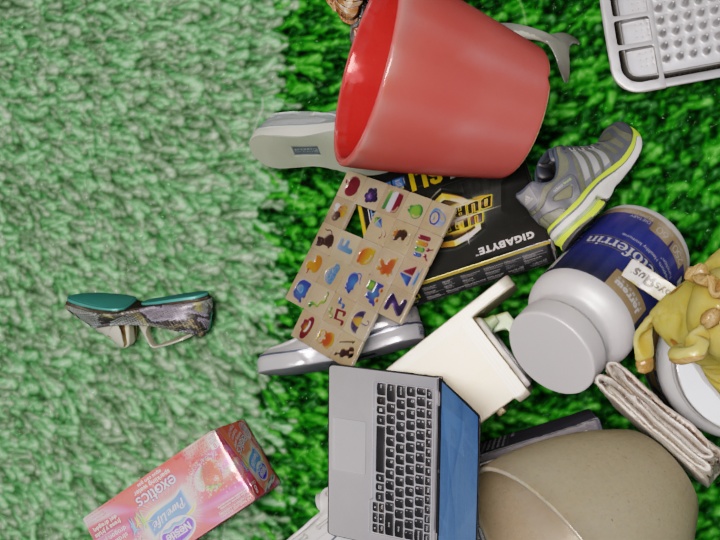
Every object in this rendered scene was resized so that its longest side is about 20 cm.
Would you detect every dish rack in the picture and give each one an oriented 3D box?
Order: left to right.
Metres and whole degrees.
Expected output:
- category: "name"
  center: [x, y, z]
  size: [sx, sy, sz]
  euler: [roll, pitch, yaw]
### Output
- category: "dish rack"
  center: [0.369, -0.290, 0.938]
  size: [0.198, 0.044, 0.173]
  euler: [-9, 84, 12]

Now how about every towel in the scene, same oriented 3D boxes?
- category: "towel"
  center: [0.292, 0.150, 0.814]
  size: [0.035, 0.200, 0.132]
  euler: [-47, 65, 3]

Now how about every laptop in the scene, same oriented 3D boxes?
- category: "laptop"
  center: [0.034, 0.203, 0.815]
  size: [0.198, 0.116, 0.189]
  euler: [4, 98, 24]

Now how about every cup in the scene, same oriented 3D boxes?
- category: "cup"
  center: [0.216, 0.225, 0.760]
  size: [0.143, 0.200, 0.201]
  euler: [-30, 79, -22]

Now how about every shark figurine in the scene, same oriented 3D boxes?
- category: "shark figurine"
  center: [0.137, -0.252, 0.975]
  size: [0.213, 0.090, 0.129]
  euler: [-23, 116, 18]

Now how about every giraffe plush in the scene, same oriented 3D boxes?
- category: "giraffe plush"
  center: [0.309, 0.036, 0.664]
  size: [0.198, 0.162, 0.174]
  euler: [18, 91, 12]

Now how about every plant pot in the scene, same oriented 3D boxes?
- category: "plant pot"
  center: [0.085, -0.185, 0.869]
  size: [0.176, 0.200, 0.202]
  euler: [13, 89, -14]

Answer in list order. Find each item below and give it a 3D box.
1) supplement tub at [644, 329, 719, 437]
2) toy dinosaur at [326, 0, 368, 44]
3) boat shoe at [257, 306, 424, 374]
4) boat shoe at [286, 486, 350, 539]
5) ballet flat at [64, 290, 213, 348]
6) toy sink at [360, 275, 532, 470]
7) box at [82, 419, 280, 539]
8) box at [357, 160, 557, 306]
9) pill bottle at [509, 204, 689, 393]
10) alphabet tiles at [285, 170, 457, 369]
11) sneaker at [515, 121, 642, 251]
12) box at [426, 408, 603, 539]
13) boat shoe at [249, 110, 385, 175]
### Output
- category: "supplement tub"
  center: [0.361, 0.087, 0.837]
  size: [0.143, 0.200, 0.146]
  euler: [-1, 86, 13]
- category: "toy dinosaur"
  center: [0.008, -0.333, 1.001]
  size: [0.199, 0.102, 0.136]
  euler: [25, 110, -8]
- category: "boat shoe"
  center: [-0.027, 0.075, 0.990]
  size: [0.198, 0.074, 0.066]
  euler: [-13, 75, 2]
- category: "boat shoe"
  center: [-0.024, 0.278, 0.977]
  size: [0.065, 0.074, 0.200]
  euler: [43, 95, 7]
- category: "ballet flat"
  center: [-0.276, 0.063, 1.051]
  size: [0.198, 0.072, 0.073]
  euler: [-1, 86, 14]
- category: "toy sink"
  center: [0.119, 0.113, 0.926]
  size: [0.200, 0.130, 0.112]
  euler: [-39, 80, 7]
- category: "box"
  center: [-0.209, 0.273, 1.004]
  size: [0.199, 0.103, 0.095]
  euler: [-35, 80, 8]
- category: "box"
  center: [0.102, -0.056, 0.950]
  size: [0.198, 0.049, 0.161]
  euler: [-18, 55, 11]
- category: "pill bottle"
  center: [0.243, 0.028, 0.862]
  size: [0.116, 0.116, 0.200]
  euler: [42, 55, 11]
- category: "alphabet tiles"
  center: [0.000, 0.000, 0.928]
  size: [0.167, 0.008, 0.201]
  euler: [24, 88, 41]
- category: "sneaker"
  center: [0.234, -0.109, 0.896]
  size: [0.081, 0.200, 0.074]
  euler: [40, 140, 3]
- category: "box"
  center: [0.189, 0.276, 0.903]
  size: [0.197, 0.123, 0.202]
  euler: [-19, 82, 11]
- category: "boat shoe"
  center: [-0.034, -0.162, 1.001]
  size: [0.199, 0.070, 0.072]
  euler: [5, 49, 20]
